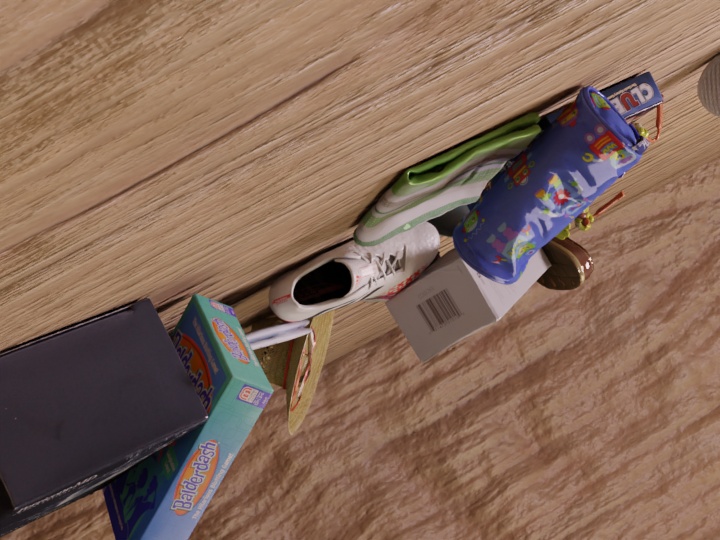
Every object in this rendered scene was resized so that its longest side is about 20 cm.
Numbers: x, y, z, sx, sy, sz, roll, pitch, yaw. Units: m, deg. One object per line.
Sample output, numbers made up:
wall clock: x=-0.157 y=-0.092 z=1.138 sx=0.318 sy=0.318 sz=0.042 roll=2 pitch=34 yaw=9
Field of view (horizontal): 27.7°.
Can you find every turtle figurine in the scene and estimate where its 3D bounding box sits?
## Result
turtle figurine: x=0.265 y=-0.113 z=1.661 sx=0.161 sy=0.064 sz=0.201 roll=-35 pitch=160 yaw=-43

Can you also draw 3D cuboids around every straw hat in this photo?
straw hat: x=-0.097 y=0.097 z=1.783 sx=0.084 sy=0.203 sz=0.201 roll=13 pitch=179 yaw=7

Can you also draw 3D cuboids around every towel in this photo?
towel: x=0.078 y=-0.078 z=1.352 sx=0.148 sy=0.031 sz=0.200 roll=-27 pitch=174 yaw=-18

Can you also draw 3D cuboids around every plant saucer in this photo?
plant saucer: x=0.167 y=-0.081 z=1.707 sx=0.200 sy=0.039 sz=0.201 roll=-27 pitch=174 yaw=-3

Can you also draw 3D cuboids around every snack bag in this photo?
snack bag: x=-0.174 y=0.089 z=1.485 sx=0.198 sy=0.022 sz=0.188 roll=-15 pitch=180 yaw=25

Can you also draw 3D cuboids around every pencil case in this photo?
pencil case: x=0.173 y=-0.074 z=1.330 sx=0.200 sy=0.086 sz=0.078 roll=-47 pitch=-149 yaw=25

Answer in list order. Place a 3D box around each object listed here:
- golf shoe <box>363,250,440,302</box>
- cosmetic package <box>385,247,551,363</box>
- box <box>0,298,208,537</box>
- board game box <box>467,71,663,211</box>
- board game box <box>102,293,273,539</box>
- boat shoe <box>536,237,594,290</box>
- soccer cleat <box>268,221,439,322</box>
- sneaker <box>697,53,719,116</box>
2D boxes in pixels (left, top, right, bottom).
golf shoe: x=0.033 y=-0.001 z=1.677 sx=0.091 sy=0.073 sz=0.200 roll=-14 pitch=172 yaw=24
cosmetic package: x=0.122 y=0.014 z=1.600 sx=0.112 sy=0.082 sz=0.200 roll=-31 pitch=-179 yaw=31
box: x=-0.266 y=0.135 z=1.189 sx=0.196 sy=0.118 sz=0.200 roll=-22 pitch=171 yaw=-43
board game box: x=0.198 y=-0.125 z=1.469 sx=0.135 sy=0.035 sz=0.200 roll=-25 pitch=174 yaw=-26
board game box: x=-0.158 y=0.142 z=1.275 sx=0.201 sy=0.045 sz=0.152 roll=-60 pitch=-151 yaw=14
boat shoe: x=0.218 y=-0.030 z=1.727 sx=0.067 sy=0.073 sz=0.200 roll=-29 pitch=-159 yaw=-17
soccer cleat: x=0.000 y=0.000 z=1.495 sx=0.198 sy=0.069 sz=0.085 roll=-21 pitch=180 yaw=-17
sneaker: x=0.463 y=-0.235 z=1.577 sx=0.114 sy=0.073 sz=0.200 roll=-27 pitch=175 yaw=-44
